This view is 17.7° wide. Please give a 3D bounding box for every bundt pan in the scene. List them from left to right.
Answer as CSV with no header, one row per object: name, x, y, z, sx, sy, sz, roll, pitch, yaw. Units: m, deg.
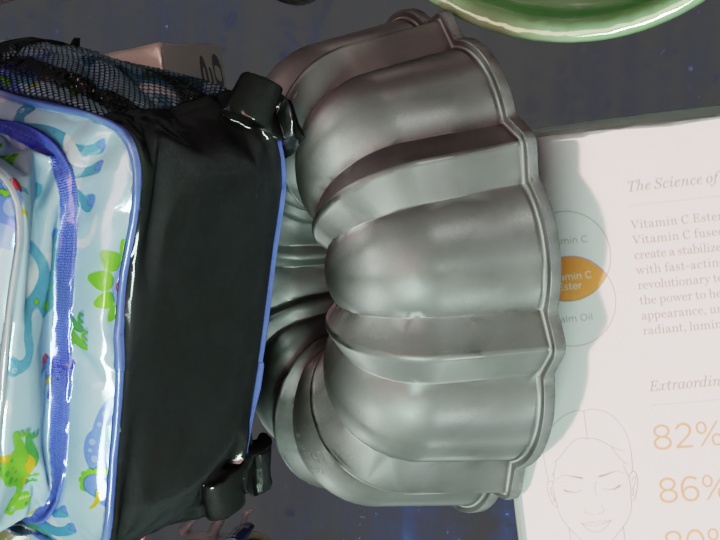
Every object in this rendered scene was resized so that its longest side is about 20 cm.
bundt pan,0.000,0.000,0.905,0.075,0.202,0.204,-7,93,-23

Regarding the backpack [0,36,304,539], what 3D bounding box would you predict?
backpack,-0.143,0.002,0.874,0.199,0.146,0.184,19,110,39

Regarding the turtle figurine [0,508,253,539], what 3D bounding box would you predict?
turtle figurine,-0.147,0.112,1.013,0.150,0.101,0.200,49,113,13

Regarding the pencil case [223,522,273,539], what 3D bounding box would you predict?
pencil case,-0.104,0.180,0.951,0.199,0.089,0.078,-31,69,19

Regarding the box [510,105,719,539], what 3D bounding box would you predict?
box,0.138,0.036,0.918,0.151,0.106,0.202,-5,93,17

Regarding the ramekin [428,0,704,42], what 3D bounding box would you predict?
ramekin,0.091,-0.190,0.919,0.198,0.098,0.202,1,94,16

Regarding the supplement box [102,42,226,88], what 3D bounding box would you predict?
supplement box,-0.153,-0.021,1.013,0.199,0.073,0.127,-8,93,18

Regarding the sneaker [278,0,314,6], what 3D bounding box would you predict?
sneaker,-0.050,-0.210,0.970,0.084,0.074,0.201,-25,87,16

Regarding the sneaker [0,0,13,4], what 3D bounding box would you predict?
sneaker,-0.194,-0.188,1.012,0.081,0.088,0.201,-31,63,13
